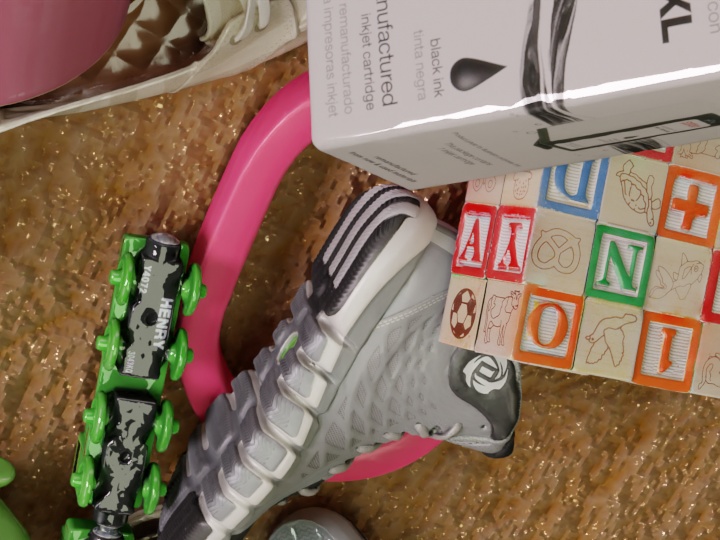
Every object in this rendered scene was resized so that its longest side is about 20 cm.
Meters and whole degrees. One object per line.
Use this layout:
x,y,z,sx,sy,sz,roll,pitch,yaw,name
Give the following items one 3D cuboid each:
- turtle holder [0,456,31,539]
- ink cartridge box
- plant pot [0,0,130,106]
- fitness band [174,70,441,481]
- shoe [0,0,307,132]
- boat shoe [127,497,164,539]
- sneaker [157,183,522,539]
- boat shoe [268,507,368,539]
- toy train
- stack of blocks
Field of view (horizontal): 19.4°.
-0.232,0.153,0.901,0.184,0.141,0.132,-6,137,-18,turtle holder
0.084,-0.120,0.743,0.199,0.147,0.084,-9,166,27,ink cartridge box
-0.143,-0.162,0.718,0.198,0.201,0.180,-1,134,-7,plant pot
0.000,0.000,0.910,0.143,0.037,0.201,18,114,-14,fitness band
-0.080,-0.096,0.831,0.199,0.053,0.070,-18,120,2,shoe
-0.074,0.204,0.988,0.074,0.075,0.203,-18,120,2,boat shoe
0.004,0.070,0.887,0.115,0.075,0.201,27,112,-21,sneaker
0.011,0.199,1.005,0.073,0.067,0.201,-10,103,32,boat shoe
-0.104,0.076,0.902,0.041,0.056,0.202,9,104,-16,toy train
0.139,-0.008,0.858,0.199,0.058,0.116,10,90,-27,stack of blocks
